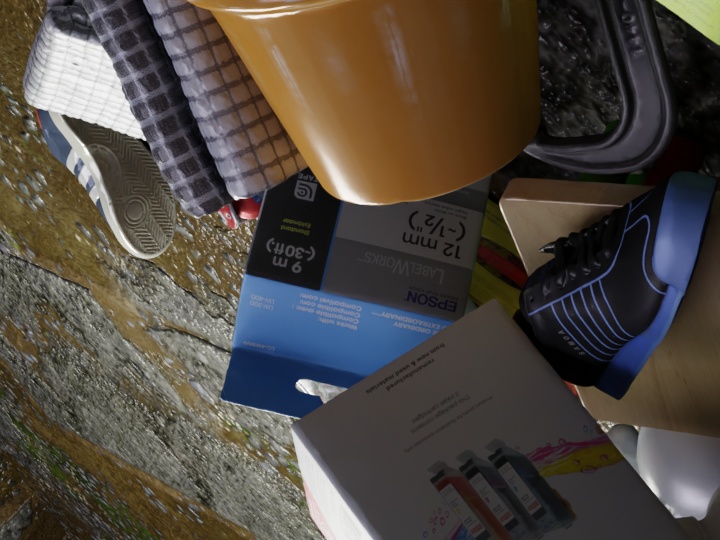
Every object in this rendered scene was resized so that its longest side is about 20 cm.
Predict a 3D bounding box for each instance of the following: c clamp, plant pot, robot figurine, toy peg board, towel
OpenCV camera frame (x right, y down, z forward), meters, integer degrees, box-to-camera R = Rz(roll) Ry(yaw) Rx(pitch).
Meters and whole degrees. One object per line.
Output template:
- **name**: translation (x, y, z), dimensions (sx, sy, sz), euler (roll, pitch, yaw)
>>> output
- **c clamp**: translation (0.092, -0.142, 0.929), dimensions (0.171, 0.027, 0.200), euler (-12, 105, 43)
- **plant pot**: translation (0.011, -0.142, 0.855), dimensions (0.200, 0.200, 0.183), euler (16, 135, 48)
- **robot figurine**: translation (0.250, 0.145, 1.129), dimensions (0.169, 0.113, 0.200), euler (10, 144, 27)
- **toy peg board**: translation (0.215, 0.001, 0.989), dimensions (0.199, 0.098, 0.200), euler (5, 139, 34)
- **towel**: translation (-0.072, -0.137, 0.974), dimensions (0.086, 0.200, 0.166), euler (-19, 102, 30)
- **towel**: translation (-0.131, -0.151, 1.187), dimensions (0.200, 0.086, 0.166), euler (16, 161, -11)

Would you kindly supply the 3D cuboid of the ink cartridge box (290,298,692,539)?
- **ink cartridge box**: translation (0.076, 0.153, 0.949), dimensions (0.200, 0.145, 0.145), euler (53, 165, 26)

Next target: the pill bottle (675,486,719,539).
- **pill bottle**: translation (0.282, 0.170, 0.989), dimensions (0.112, 0.200, 0.113), euler (171, 90, -87)

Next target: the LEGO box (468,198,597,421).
- **LEGO box**: translation (0.099, 0.030, 1.226), dimensions (0.200, 0.077, 0.149), euler (36, 157, 17)

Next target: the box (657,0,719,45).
- **box**: translation (0.161, -0.194, 0.751), dimensions (0.122, 0.048, 0.200), euler (38, 157, 11)

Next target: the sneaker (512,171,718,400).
- **sneaker**: translation (0.132, 0.006, 0.908), dimensions (0.078, 0.070, 0.200), euler (21, 147, 4)

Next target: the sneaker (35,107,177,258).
- **sneaker**: translation (-0.246, -0.102, 1.589), dimensions (0.084, 0.075, 0.200), euler (9, 130, 52)

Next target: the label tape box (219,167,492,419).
- **label tape box**: translation (0.000, 0.000, 1.084), dimensions (0.143, 0.200, 0.066), euler (13, 151, 0)

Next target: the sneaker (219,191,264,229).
- **sneaker**: translation (-0.119, -0.106, 1.359), dimensions (0.112, 0.071, 0.200), euler (40, 166, 18)

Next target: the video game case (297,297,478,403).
- **video game case**: translation (0.058, 0.103, 1.214), dimensions (0.182, 0.023, 0.200), euler (-25, 111, 44)
